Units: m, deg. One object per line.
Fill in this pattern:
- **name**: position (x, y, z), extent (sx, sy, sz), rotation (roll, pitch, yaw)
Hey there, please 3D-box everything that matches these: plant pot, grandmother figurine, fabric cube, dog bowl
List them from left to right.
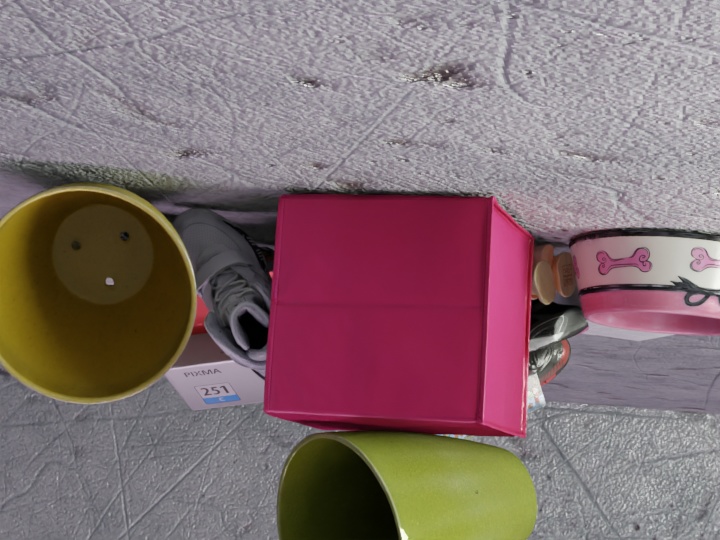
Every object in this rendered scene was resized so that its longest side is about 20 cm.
- **plant pot**: position (-0.245, 0.004, 1.467), extent (0.198, 0.202, 0.142), rotation (6, -164, -3)
- **fabric cube**: position (0.041, 0.044, 1.438), extent (0.197, 0.202, 0.196), rotation (0, 170, 18)
- **plant pot**: position (0.057, 0.222, 1.432), extent (0.198, 0.189, 0.186), rotation (-9, -178, -37)
- **grandmother figurine**: position (0.121, 0.004, 1.607), extent (0.199, 0.061, 0.121), rotation (1, -177, 41)
- **dog bowl**: position (0.296, 0.015, 1.511), extent (0.198, 0.075, 0.200), rotation (4, 172, 1)

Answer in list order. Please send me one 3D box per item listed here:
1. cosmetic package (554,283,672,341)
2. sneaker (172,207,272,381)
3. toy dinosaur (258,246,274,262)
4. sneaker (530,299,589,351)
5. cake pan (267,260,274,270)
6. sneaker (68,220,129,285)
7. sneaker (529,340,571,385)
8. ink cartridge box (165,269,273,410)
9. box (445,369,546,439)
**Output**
- **cosmetic package**: position (0.280, 0.039, 1.754), extent (0.149, 0.052, 0.200), rotation (6, 172, -13)
- **sneaker**: position (-0.117, 0.017, 1.475), extent (0.075, 0.201, 0.115), rotation (-35, 168, 1)
- **toy dinosaur**: position (-0.127, 0.009, 1.697), extent (0.135, 0.103, 0.200), rotation (32, 178, -35)
- **sneaker**: position (0.151, 0.037, 1.688), extent (0.080, 0.087, 0.199), rotation (-19, -167, -41)
- **cake pan**: position (-0.060, 0.053, 1.651), extent (0.198, 0.037, 0.201), rotation (1, 144, 1)
- **sneaker**: position (-0.209, -0.021, 1.599), extent (0.088, 0.078, 0.199), rotation (-24, 145, 29)
- **sneaker**: position (0.149, 0.108, 1.800), extent (0.198, 0.072, 0.098), rotation (-13, 167, -8)
- **ink cartridge box**: position (-0.110, 0.072, 1.610), extent (0.198, 0.045, 0.177), rotation (-9, 145, 14)
- **box**: position (0.086, 0.131, 1.633), extent (0.135, 0.038, 0.200), rotation (-21, -168, -17)
